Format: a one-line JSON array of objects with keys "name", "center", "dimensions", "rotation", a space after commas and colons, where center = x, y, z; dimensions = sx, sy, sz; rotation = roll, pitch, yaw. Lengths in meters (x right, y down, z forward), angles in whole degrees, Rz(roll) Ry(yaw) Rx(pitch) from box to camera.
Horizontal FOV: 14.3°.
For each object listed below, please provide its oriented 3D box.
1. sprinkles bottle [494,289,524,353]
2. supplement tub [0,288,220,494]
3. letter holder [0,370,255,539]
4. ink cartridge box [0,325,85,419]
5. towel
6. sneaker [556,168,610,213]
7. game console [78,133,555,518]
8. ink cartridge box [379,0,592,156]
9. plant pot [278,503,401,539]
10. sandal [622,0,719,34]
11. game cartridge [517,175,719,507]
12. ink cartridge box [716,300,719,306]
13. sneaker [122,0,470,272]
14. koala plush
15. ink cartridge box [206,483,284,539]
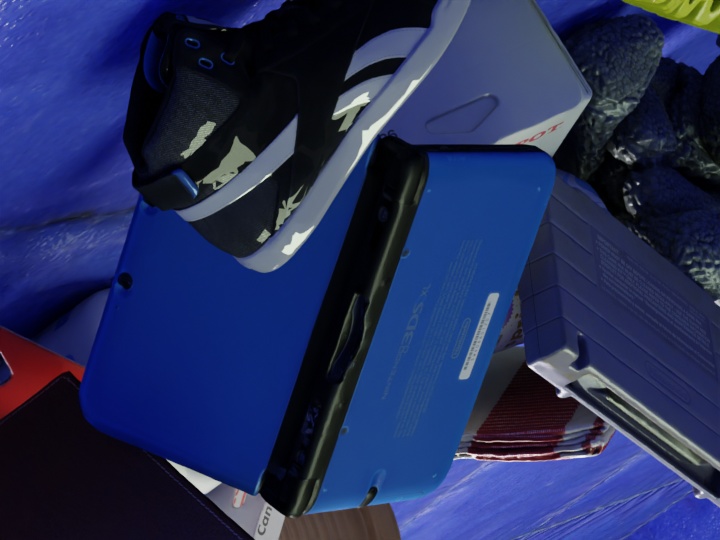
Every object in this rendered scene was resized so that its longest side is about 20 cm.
[{"name": "sprinkles bottle", "center": [0.051, 0.017, 1.556], "dimensions": [0.200, 0.068, 0.068], "rotation": [-17, 161, -45]}, {"name": "supplement tub", "center": [-0.180, 0.113, 1.637], "dimensions": [0.200, 0.132, 0.132], "rotation": [-35, 165, 20]}, {"name": "letter holder", "center": [-0.137, 0.169, 1.446], "dimensions": [0.142, 0.200, 0.101], "rotation": [-37, 134, -17]}, {"name": "ink cartridge box", "center": [-0.241, 0.094, 1.485], "dimensions": [0.176, 0.045, 0.200], "rotation": [-35, 144, 19]}, {"name": "towel", "center": [0.057, 0.075, 1.604], "dimensions": [0.199, 0.023, 0.144], "rotation": [-4, -161, 19]}, {"name": "sneaker", "center": [0.103, 0.000, 1.727], "dimensions": [0.072, 0.072, 0.200], "rotation": [-52, 174, -21]}, {"name": "game console", "center": [-0.021, 0.008, 1.433], "dimensions": [0.170, 0.118, 0.201], "rotation": [-3, 120, -47]}, {"name": "ink cartridge box", "center": [0.022, -0.058, 1.550], "dimensions": [0.145, 0.084, 0.200], "rotation": [-24, 165, -22]}, {"name": "plant pot", "center": [-0.079, 0.191, 1.781], "dimensions": [0.201, 0.201, 0.093], "rotation": [-36, 152, 22]}, {"name": "sandal", "center": [0.160, -0.176, 1.484], "dimensions": [0.200, 0.079, 0.087], "rotation": [7, 104, -57]}, {"name": "game cartridge", "center": [0.150, 0.039, 1.548], "dimensions": [0.038, 0.130, 0.200], "rotation": [-32, 134, 25]}, {"name": "ink cartridge box", "center": [0.229, -0.036, 1.897], "dimensions": [0.057, 0.163, 0.200], "rotation": [-27, 167, 9]}, {"name": "sneaker", "center": [-0.032, -0.107, 1.301], "dimensions": [0.200, 0.112, 0.073], "rotation": [-58, -153, -1]}, {"name": "koala plush", "center": [0.218, -0.085, 1.724], "dimensions": [0.199, 0.178, 0.184], "rotation": [-28, 177, -12]}, {"name": "ink cartridge box", "center": [-0.107, 0.135, 1.706], "dimensions": [0.199, 0.117, 0.067], "rotation": [-4, 152, 42]}]
